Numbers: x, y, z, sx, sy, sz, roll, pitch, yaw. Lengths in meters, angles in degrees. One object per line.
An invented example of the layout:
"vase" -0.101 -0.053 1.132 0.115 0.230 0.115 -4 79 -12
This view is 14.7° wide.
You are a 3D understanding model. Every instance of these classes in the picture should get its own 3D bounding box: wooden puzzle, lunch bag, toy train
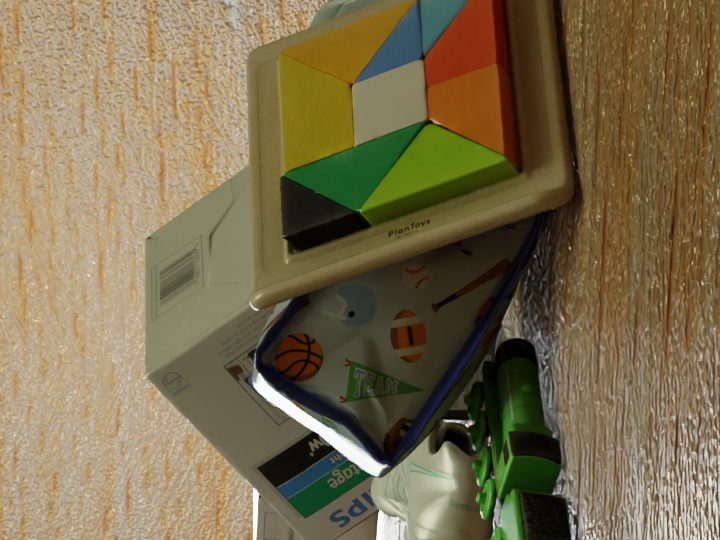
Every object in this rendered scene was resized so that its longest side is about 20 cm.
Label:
"wooden puzzle" 0.019 -0.083 1.479 0.037 0.185 0.200 51 -152 -42
"lunch bag" 0.027 0.004 1.566 0.200 0.124 0.170 -54 0 -5
"toy train" 0.085 0.105 1.475 0.200 0.042 0.056 -95 16 -56

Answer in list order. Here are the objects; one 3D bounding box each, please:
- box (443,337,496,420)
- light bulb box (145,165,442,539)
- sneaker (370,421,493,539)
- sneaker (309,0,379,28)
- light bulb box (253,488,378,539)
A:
"box" 0.060 -0.028 1.782 0.158 0.048 0.200 -94 6 -66
"light bulb box" -0.048 0.058 2.033 0.200 0.125 0.198 48 -163 -26
"sneaker" 0.055 0.132 1.790 0.200 0.070 0.080 -140 60 -77
"sneaker" 0.033 -0.164 1.759 0.073 0.071 0.200 61 147 3
"light bulb box" -0.044 0.164 2.755 0.198 0.125 0.200 -93 6 -48
